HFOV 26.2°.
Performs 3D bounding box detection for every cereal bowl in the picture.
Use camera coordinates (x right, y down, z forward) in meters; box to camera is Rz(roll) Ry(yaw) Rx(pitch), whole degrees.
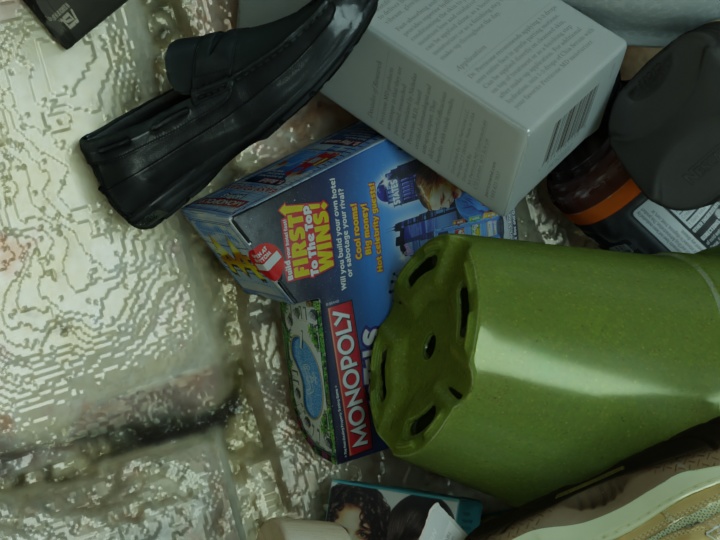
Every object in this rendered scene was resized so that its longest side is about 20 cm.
[{"bbox_3d":[0.155,-0.179,0.930,0.198,0.200,0.084,-2,103,-24],"label":"cereal bowl"}]

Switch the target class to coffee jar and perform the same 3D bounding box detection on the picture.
[{"bbox_3d":[0.230,-0.101,0.894,0.199,0.104,0.086,-22,73,-47],"label":"coffee jar"}]

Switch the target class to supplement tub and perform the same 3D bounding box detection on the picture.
[{"bbox_3d":[0.192,-0.049,0.983,0.200,0.107,0.107,41,72,-15],"label":"supplement tub"}]

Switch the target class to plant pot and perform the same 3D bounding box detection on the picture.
[{"bbox_3d":[0.113,0.062,0.855,0.189,0.200,0.202,14,81,-24],"label":"plant pot"}]

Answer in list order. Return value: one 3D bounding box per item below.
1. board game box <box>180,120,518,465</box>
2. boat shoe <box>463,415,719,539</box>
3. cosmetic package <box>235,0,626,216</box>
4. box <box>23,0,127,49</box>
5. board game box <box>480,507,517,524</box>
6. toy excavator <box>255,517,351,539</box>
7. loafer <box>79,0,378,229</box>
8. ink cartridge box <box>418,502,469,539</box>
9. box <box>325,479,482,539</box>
[{"bbox_3d":[0.000,0.000,0.904,0.199,0.062,0.202,-13,103,-32],"label":"board game box"},{"bbox_3d":[0.150,0.128,0.757,0.199,0.072,0.077,-26,88,17],"label":"boat shoe"},{"bbox_3d":[0.036,-0.130,0.872,0.200,0.072,0.101,37,54,19],"label":"cosmetic package"},{"bbox_3d":[-0.155,-0.210,0.786,0.050,0.200,0.158,-46,105,-26],"label":"box"},{"bbox_3d":[0.147,0.219,0.978,0.198,0.047,0.152,-8,90,-24],"label":"board game box"},{"bbox_3d":[-0.059,0.222,0.802,0.099,0.200,0.196,9,84,-24],"label":"toy excavator"},{"bbox_3d":[-0.075,-0.098,0.832,0.070,0.200,0.068,48,30,-12],"label":"loafer"},{"bbox_3d":[0.038,0.233,0.816,0.200,0.050,0.162,48,56,-43],"label":"ink cartridge box"},{"bbox_3d":[0.013,0.226,0.895,0.082,0.049,0.202,5,83,21],"label":"box"}]
